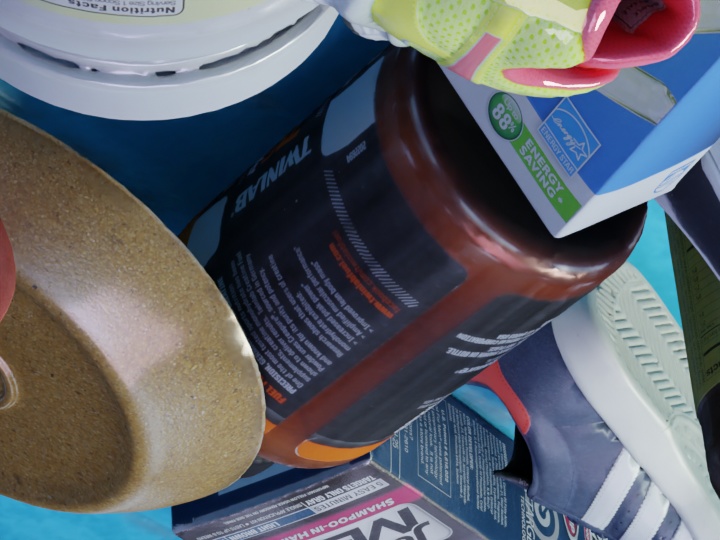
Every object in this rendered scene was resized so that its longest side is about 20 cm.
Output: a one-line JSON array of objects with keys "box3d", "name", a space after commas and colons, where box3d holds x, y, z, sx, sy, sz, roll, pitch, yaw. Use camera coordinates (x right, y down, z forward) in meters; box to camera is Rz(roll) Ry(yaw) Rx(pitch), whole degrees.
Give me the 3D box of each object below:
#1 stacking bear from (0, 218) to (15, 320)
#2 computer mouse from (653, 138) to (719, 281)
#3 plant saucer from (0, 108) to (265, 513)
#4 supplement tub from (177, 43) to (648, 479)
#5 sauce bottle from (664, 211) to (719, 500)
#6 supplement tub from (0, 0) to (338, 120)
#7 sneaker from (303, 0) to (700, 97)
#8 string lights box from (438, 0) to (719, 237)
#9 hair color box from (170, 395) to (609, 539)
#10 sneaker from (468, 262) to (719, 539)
[{"box3d": [-0.170, -0.067, 0.814, 0.113, 0.121, 0.201, 24, 139, 41], "name": "stacking bear"}, {"box3d": [0.145, -0.009, 0.952, 0.109, 0.201, 0.044, -28, 170, -47], "name": "computer mouse"}, {"box3d": [-0.127, 0.021, 1.013, 0.199, 0.036, 0.201, 23, 144, 18], "name": "plant saucer"}, {"box3d": [0.000, 0.000, 1.019, 0.106, 0.108, 0.200, 19, 141, -31], "name": "supplement tub"}, {"box3d": [0.144, 0.039, 1.007, 0.064, 0.201, 0.065, -4, 150, -2], "name": "sauce bottle"}, {"box3d": [-0.055, -0.145, 0.746, 0.144, 0.146, 0.200, 0, 148, -5], "name": "supplement tub"}, {"box3d": [0.044, -0.076, 0.745, 0.090, 0.200, 0.079, 25, 105, 10], "name": "sneaker"}, {"box3d": [0.094, -0.109, 0.849, 0.059, 0.103, 0.200, -23, 162, -37], "name": "string lights box"}, {"box3d": [0.017, 0.105, 1.232, 0.100, 0.061, 0.200, -22, 144, 27], "name": "hair color box"}, {"box3d": [0.106, 0.081, 1.150, 0.084, 0.075, 0.200, -18, 119, 31], "name": "sneaker"}]
